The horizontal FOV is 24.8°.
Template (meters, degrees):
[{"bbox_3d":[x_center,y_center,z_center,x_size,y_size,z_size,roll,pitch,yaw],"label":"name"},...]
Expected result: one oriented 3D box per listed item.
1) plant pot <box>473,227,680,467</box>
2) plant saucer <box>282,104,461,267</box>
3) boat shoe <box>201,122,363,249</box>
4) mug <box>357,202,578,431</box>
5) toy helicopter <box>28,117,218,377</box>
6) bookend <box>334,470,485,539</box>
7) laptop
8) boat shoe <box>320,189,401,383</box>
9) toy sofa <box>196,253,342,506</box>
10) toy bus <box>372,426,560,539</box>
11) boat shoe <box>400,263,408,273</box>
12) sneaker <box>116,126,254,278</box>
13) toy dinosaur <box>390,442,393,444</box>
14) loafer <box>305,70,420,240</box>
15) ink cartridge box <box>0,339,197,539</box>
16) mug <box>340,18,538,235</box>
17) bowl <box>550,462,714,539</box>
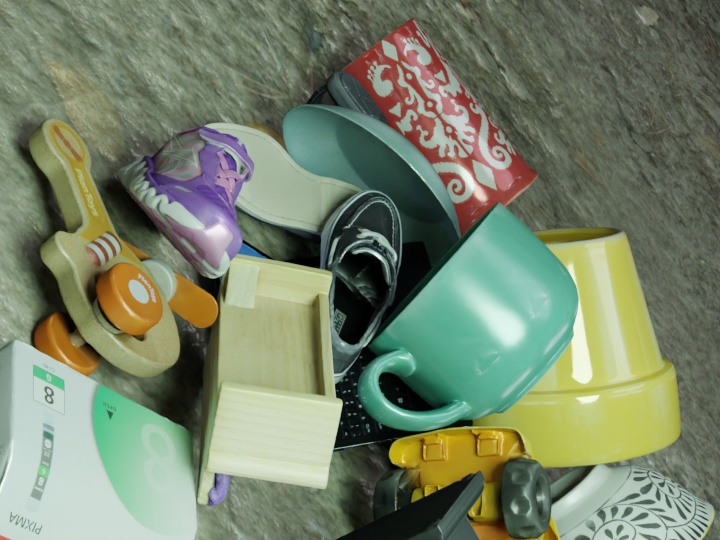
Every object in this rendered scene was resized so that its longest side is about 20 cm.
[{"bbox_3d":[0.184,0.062,1.488,0.200,0.199,0.191,-18,104,-64],"label":"plant pot"},{"bbox_3d":[0.019,-0.079,1.419,0.039,0.200,0.201,-48,112,-21],"label":"plant saucer"},{"bbox_3d":[-0.075,-0.061,1.370,0.199,0.062,0.073,23,62,-38],"label":"boat shoe"},{"bbox_3d":[0.086,0.053,1.278,0.114,0.185,0.152,42,2,0],"label":"mug"},{"bbox_3d":[-0.173,-0.017,1.126,0.132,0.079,0.201,12,48,-56],"label":"toy helicopter"},{"bbox_3d":[0.034,0.269,1.072,0.200,0.199,0.092,59,26,-2],"label":"bookend"},{"bbox_3d":[-0.018,0.042,1.309,0.104,0.198,0.179,102,-23,-60],"label":"laptop"},{"bbox_3d":[0.000,0.000,1.297,0.071,0.068,0.201,35,45,-10],"label":"boat shoe"},{"bbox_3d":[-0.063,0.078,1.130,0.082,0.099,0.200,9,25,-8],"label":"toy sofa"},{"bbox_3d":[0.107,0.235,1.287,0.192,0.134,0.202,26,60,-59],"label":"toy bus"},{"bbox_3d":[0.048,0.046,1.488,0.200,0.071,0.068,31,70,-59],"label":"boat shoe"},{"bbox_3d":[-0.113,-0.060,1.167,0.081,0.088,0.200,53,-5,-21],"label":"sneaker"},{"bbox_3d":[0.057,0.139,1.381,0.181,0.105,0.201,33,44,-14],"label":"toy dinosaur"},{"bbox_3d":[0.016,-0.090,1.527,0.201,0.063,0.072,57,23,11],"label":"loafer"},{"bbox_3d":[-0.165,0.160,0.992,0.161,0.050,0.201,35,34,-42],"label":"ink cartridge box"},{"bbox_3d":[0.061,-0.131,1.609,0.201,0.133,0.178,55,24,-5],"label":"mug"},{"bbox_3d":[0.200,0.228,1.427,0.095,0.200,0.201,53,26,0],"label":"bowl"}]
